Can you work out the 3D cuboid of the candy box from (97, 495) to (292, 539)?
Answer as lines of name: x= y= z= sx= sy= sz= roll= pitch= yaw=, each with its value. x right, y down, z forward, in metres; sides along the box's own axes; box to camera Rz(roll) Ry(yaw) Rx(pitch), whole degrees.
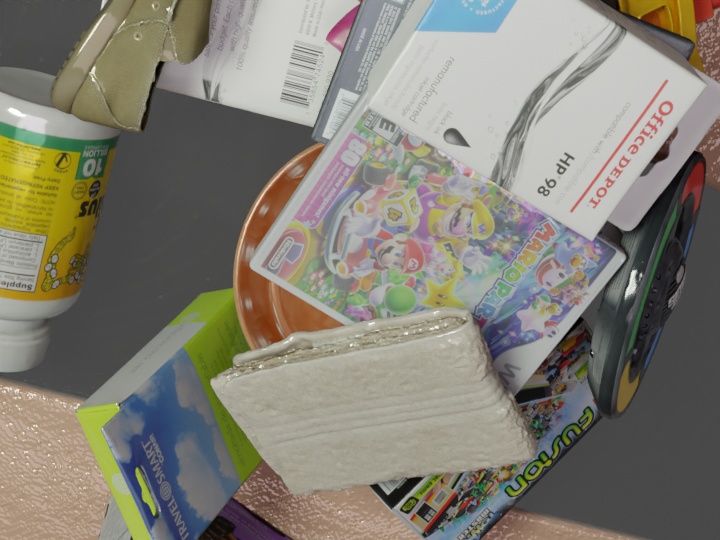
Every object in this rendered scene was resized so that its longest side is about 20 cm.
candy box: x=-0.121 y=0.249 z=0.912 sx=0.168 sy=0.200 sz=0.072 roll=38 pitch=103 yaw=-15

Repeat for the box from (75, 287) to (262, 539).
box: x=-0.125 y=0.110 z=0.866 sx=0.048 sy=0.200 sz=0.122 roll=-9 pitch=111 yaw=29

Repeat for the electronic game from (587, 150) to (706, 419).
electronic game: x=0.209 y=0.011 z=0.857 sx=0.042 sy=0.200 sz=0.200 roll=19 pitch=109 yaw=20

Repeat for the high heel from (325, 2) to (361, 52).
high heel: x=0.053 y=-0.091 z=0.797 sx=0.096 sy=0.067 sz=0.200 roll=-28 pitch=117 yaw=-11

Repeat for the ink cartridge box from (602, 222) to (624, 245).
ink cartridge box: x=0.099 y=0.013 z=0.895 sx=0.200 sy=0.099 sz=0.039 roll=-39 pitch=108 yaw=9

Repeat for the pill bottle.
pill bottle: x=-0.245 y=-0.034 z=0.855 sx=0.113 sy=0.113 sz=0.200 roll=16 pitch=107 yaw=-8

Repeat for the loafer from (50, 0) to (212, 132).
loafer: x=-0.118 y=-0.169 z=0.750 sx=0.067 sy=0.076 sz=0.200 roll=34 pitch=113 yaw=-14

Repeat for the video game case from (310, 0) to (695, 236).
video game case: x=0.086 y=-0.113 z=0.747 sx=0.200 sy=0.019 sz=0.143 roll=19 pitch=113 yaw=-8

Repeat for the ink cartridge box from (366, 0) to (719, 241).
ink cartridge box: x=0.117 y=-0.102 z=0.705 sx=0.200 sy=0.067 sz=0.116 roll=29 pitch=111 yaw=-11

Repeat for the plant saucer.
plant saucer: x=0.000 y=0.000 z=0.870 sx=0.200 sy=0.032 sz=0.201 roll=-5 pitch=78 yaw=25

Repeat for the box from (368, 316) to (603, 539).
box: x=0.110 y=0.127 z=0.920 sx=0.200 sy=0.035 sz=0.110 roll=-44 pitch=134 yaw=-4

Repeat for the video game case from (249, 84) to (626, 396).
video game case: x=0.049 y=-0.008 z=0.774 sx=0.200 sy=0.018 sz=0.143 roll=31 pitch=110 yaw=-12

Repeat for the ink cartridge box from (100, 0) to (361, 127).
ink cartridge box: x=-0.069 y=-0.188 z=0.826 sx=0.200 sy=0.083 sz=0.147 roll=14 pitch=107 yaw=-8

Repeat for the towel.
towel: x=0.009 y=0.093 z=0.810 sx=0.200 sy=0.035 sz=0.133 roll=-12 pitch=128 yaw=26

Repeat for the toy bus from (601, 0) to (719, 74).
toy bus: x=0.178 y=-0.157 z=0.837 sx=0.192 sy=0.136 sz=0.200 roll=-20 pitch=112 yaw=-13
